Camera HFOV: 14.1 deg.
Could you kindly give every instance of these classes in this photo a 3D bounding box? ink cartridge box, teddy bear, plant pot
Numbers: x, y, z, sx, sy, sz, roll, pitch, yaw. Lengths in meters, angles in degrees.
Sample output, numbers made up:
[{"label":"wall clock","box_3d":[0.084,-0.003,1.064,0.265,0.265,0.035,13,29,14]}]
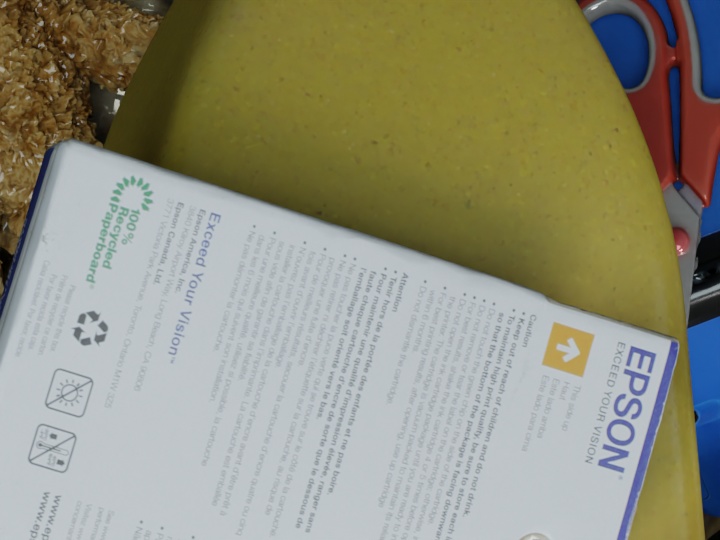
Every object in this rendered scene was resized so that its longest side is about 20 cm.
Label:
[{"label":"ink cartridge box","box_3d":[-0.026,0.084,0.862,0.200,0.043,0.197,18,83,-13]},{"label":"teddy bear","box_3d":[-0.134,-0.057,1.056,0.145,0.067,0.200,12,100,-1]},{"label":"plant pot","box_3d":[0.000,0.000,0.982,0.194,0.195,0.200,0,94,-12]}]

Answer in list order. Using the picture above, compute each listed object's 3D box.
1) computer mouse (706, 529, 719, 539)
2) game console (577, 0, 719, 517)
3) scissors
[{"label":"computer mouse","box_3d":[0.141,0.134,0.934,0.140,0.046,0.200,-31,131,23]},{"label":"game console","box_3d":[0.183,-0.030,1.066,0.200,0.118,0.171,-21,128,7]},{"label":"scissors","box_3d":[0.117,-0.022,1.013,0.073,0.014,0.200,-12,65,9]}]
